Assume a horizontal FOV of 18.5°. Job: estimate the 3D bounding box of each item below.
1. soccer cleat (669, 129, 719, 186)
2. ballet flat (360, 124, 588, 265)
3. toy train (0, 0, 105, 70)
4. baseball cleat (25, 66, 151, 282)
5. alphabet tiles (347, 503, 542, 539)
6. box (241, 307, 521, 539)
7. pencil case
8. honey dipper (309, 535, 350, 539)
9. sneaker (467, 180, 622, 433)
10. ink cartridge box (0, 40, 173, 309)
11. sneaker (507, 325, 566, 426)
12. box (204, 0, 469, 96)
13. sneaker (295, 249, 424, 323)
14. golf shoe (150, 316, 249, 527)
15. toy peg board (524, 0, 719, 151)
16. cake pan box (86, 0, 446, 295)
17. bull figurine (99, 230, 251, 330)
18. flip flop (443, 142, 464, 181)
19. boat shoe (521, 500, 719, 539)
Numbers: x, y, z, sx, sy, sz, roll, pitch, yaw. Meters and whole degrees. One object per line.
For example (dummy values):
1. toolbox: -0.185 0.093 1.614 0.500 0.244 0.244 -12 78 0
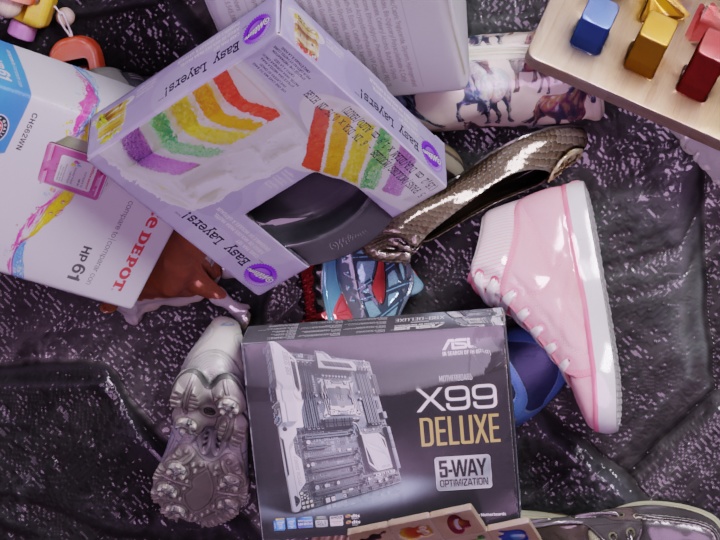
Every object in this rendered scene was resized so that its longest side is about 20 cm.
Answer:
1. soccer cleat: 0.278 -0.096 1.674 0.086 0.070 0.201 -17 90 9
2. ballet flat: 0.090 -0.055 1.676 0.199 0.067 0.046 -24 68 -15
3. toy train: -0.288 -0.170 1.734 0.199 0.056 0.151 -5 99 7
4. baseball cleat: -0.203 -0.067 1.734 0.106 0.070 0.200 7 129 -30
5. alphabet tiles: 0.071 0.240 1.707 0.166 0.008 0.200 -13 140 17
6. box: 0.017 0.116 1.660 0.199 0.050 0.159 -4 105 5
7. pencil case: 0.091 -0.147 1.674 0.199 0.089 0.078 -4 71 8
8. honey dipper: 0.056 0.240 1.773 0.199 0.038 0.038 23 101 -1
9. sneaker: 0.139 0.035 1.684 0.104 0.075 0.201 -11 70 7
10. ink cartridge box: -0.230 -0.073 1.626 0.199 0.085 0.145 17 114 -32
11. sneaker: 0.076 0.109 1.724 0.199 0.082 0.074 -28 94 9
12. box: -0.018 -0.252 1.581 0.170 0.200 0.200 -5 64 7
13. sneaker: 0.000 0.000 1.730 0.095 0.079 0.201 -3 91 -23
14. golf shoe: -0.115 0.121 1.743 0.078 0.098 0.201 14 136 -3
15. toy peg board: 0.252 -0.211 1.596 0.198 0.098 0.201 24 70 2
16. cake pan box: -0.063 -0.083 1.568 0.184 0.052 0.200 -27 132 27
17. bull figurine: -0.126 -0.026 1.725 0.121 0.065 0.201 22 114 -6
18. flip flop: 0.006 -0.081 1.654 0.081 0.200 0.058 -13 64 36
19. boat shoe: 0.188 0.223 1.736 0.200 0.066 0.072 0 99 7
